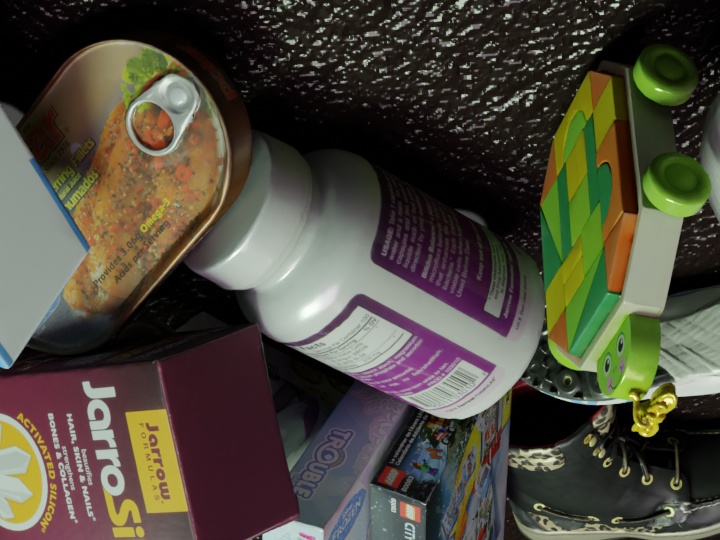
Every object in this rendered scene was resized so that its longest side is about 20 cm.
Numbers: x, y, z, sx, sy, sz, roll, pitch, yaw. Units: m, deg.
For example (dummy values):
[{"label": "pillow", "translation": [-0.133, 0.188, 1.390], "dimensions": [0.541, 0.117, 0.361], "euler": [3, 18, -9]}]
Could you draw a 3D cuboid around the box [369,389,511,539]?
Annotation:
[{"label": "box", "translation": [0.051, 0.158, 1.167], "dimensions": [0.037, 0.137, 0.201], "euler": [18, 136, 19]}]

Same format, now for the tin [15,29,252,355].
[{"label": "tin", "translation": [-0.136, -0.041, 0.977], "dimensions": [0.112, 0.042, 0.200], "euler": [44, 121, -1]}]

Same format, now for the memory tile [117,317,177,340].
[{"label": "memory tile", "translation": [-0.131, 0.134, 1.095], "dimensions": [0.153, 0.202, 0.017], "euler": [-19, 179, 40]}]

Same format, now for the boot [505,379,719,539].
[{"label": "boot", "translation": [0.179, 0.121, 1.254], "dimensions": [0.198, 0.074, 0.151], "euler": [-9, 144, 20]}]

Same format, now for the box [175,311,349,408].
[{"label": "box", "translation": [-0.042, 0.089, 1.223], "dimensions": [0.039, 0.042, 0.199], "euler": [-32, 134, 33]}]

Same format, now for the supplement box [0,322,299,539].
[{"label": "supplement box", "translation": [-0.143, 0.099, 1.028], "dimensions": [0.199, 0.111, 0.085], "euler": [-8, -174, 38]}]

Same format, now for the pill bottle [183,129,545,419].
[{"label": "pill bottle", "translation": [0.000, 0.000, 1.038], "dimensions": [0.199, 0.113, 0.112], "euler": [28, 136, -34]}]

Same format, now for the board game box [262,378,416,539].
[{"label": "board game box", "translation": [-0.001, 0.165, 1.152], "dimensions": [0.043, 0.200, 0.200], "euler": [17, 128, 18]}]

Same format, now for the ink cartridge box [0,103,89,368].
[{"label": "ink cartridge box", "translation": [-0.256, -0.044, 0.919], "dimensions": [0.199, 0.085, 0.145], "euler": [16, 151, 29]}]

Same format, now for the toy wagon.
[{"label": "toy wagon", "translation": [0.131, -0.011, 0.947], "dimensions": [0.039, 0.201, 0.156], "euler": [9, 144, -11]}]

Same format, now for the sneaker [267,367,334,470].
[{"label": "sneaker", "translation": [-0.117, 0.132, 1.148], "dimensions": [0.200, 0.078, 0.140], "euler": [-50, 123, -2]}]

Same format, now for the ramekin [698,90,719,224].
[{"label": "ramekin", "translation": [0.262, -0.062, 0.916], "dimensions": [0.199, 0.105, 0.201], "euler": [-22, 152, -13]}]

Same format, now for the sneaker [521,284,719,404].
[{"label": "sneaker", "translation": [0.191, 0.048, 1.152], "dimensions": [0.198, 0.073, 0.072], "euler": [-6, 164, 17]}]
